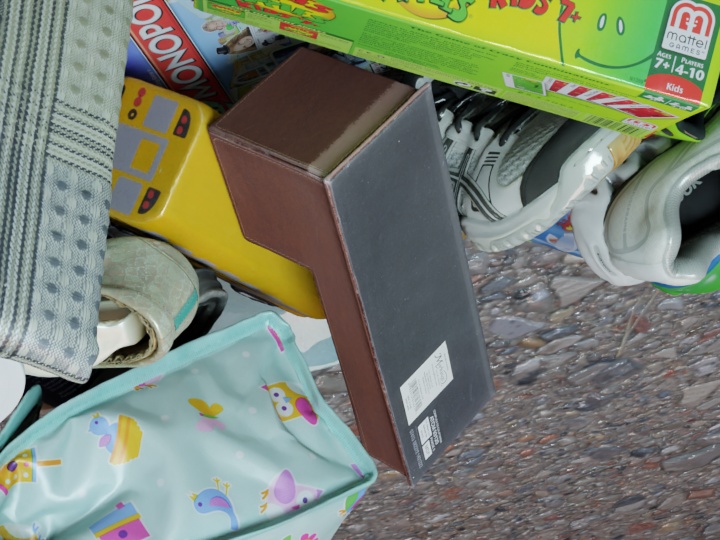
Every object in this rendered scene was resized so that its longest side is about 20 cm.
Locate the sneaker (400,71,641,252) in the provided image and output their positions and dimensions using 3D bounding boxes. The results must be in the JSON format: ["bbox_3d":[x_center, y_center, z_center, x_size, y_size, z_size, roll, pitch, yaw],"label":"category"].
[{"bbox_3d":[0.052,-0.062,0.829,0.075,0.088,0.200,-39,-168,-23],"label":"sneaker"}]

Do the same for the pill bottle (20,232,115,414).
[{"bbox_3d":[-0.183,0.012,0.932,0.110,0.112,0.200,-21,154,14],"label":"pill bottle"}]

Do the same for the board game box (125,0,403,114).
[{"bbox_3d":[-0.060,-0.131,0.804,0.133,0.029,0.200,-19,154,7],"label":"board game box"}]

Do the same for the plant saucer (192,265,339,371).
[{"bbox_3d":[-0.040,0.009,1.085,0.199,0.039,0.202,-12,154,-6],"label":"plant saucer"}]

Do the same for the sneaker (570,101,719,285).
[{"bbox_3d":[0.190,-0.064,0.808,0.200,0.075,0.081,-45,-163,-5],"label":"sneaker"}]

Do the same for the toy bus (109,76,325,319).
[{"bbox_3d":[-0.059,-0.028,0.865,0.078,0.066,0.200,20,174,34],"label":"toy bus"}]

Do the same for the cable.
[{"bbox_3d":[-0.097,0.058,0.890,0.096,0.051,0.200,-17,164,-37],"label":"cable"}]

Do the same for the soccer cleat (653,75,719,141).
[{"bbox_3d":[0.190,-0.137,0.782,0.200,0.081,0.067,-49,123,1],"label":"soccer cleat"}]

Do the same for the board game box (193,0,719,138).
[{"bbox_3d":[0.035,-0.106,0.684,0.198,0.048,0.102,16,176,-4],"label":"board game box"}]

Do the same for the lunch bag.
[{"bbox_3d":[-0.116,0.127,0.824,0.199,0.122,0.171,-22,157,-29],"label":"lunch bag"}]

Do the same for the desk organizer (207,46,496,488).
[{"bbox_3d":[0.000,0.000,0.822,0.072,0.077,0.201,-44,140,-28],"label":"desk organizer"}]

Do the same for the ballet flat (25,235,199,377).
[{"bbox_3d":[-0.170,0.023,0.779,0.198,0.063,0.068,-9,123,14],"label":"ballet flat"}]

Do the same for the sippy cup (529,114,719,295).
[{"bbox_3d":[0.135,-0.061,0.934,0.129,0.140,0.179,6,126,-25],"label":"sippy cup"}]

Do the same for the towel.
[{"bbox_3d":[-0.171,-0.076,0.636,0.191,0.202,0.034,22,147,-32],"label":"towel"}]

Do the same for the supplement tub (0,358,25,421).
[{"bbox_3d":[-0.208,-0.037,0.712,0.143,0.202,0.145,-11,152,-6],"label":"supplement tub"}]
